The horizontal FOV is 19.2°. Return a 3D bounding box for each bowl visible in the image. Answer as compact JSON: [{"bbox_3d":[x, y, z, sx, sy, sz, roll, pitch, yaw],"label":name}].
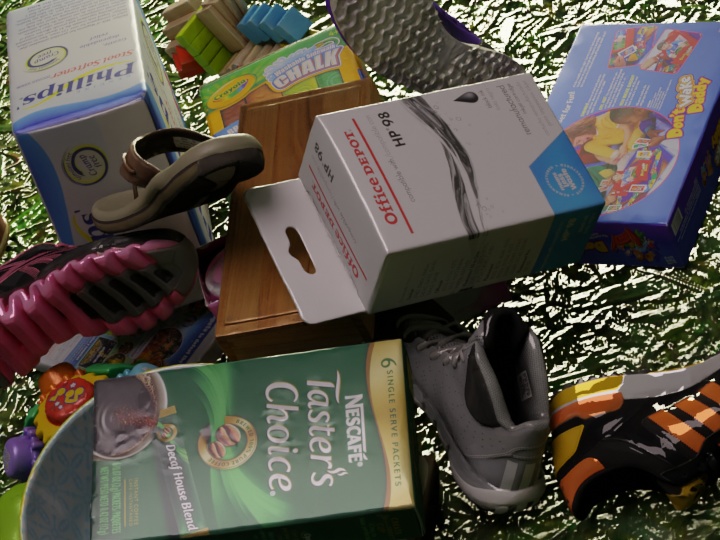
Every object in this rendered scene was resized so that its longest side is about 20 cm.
[{"bbox_3d":[-0.107,0.170,1.360,0.199,0.108,0.201,-5,56,8],"label":"bowl"}]

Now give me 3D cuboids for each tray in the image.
[{"bbox_3d":[-0.038,-0.036,1.420,0.098,0.037,0.200,-10,50,17],"label":"tray"}]

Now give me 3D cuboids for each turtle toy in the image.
[{"bbox_3d":[-0.187,0.136,1.459,0.145,0.101,0.200,-2,48,29],"label":"turtle toy"}]

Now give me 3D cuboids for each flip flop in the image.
[{"bbox_3d":[-0.124,-0.069,1.406,0.081,0.058,0.200,-20,-2,-25],"label":"flip flop"}]

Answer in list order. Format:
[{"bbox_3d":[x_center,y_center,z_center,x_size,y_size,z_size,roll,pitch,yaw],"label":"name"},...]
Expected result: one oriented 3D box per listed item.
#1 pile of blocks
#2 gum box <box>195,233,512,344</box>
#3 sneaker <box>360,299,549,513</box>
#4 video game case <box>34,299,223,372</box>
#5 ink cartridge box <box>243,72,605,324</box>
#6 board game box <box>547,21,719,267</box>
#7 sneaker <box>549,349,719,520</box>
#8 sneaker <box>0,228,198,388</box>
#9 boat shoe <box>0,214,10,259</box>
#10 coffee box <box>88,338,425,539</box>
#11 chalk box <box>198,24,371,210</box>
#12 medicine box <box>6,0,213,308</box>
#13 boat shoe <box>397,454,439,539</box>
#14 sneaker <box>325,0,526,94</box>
[{"bbox_3d":[-0.095,-0.179,1.740,0.200,0.082,0.062,10,54,36],"label":"pile of blocks"},{"bbox_3d":[0.000,0.000,1.480,0.200,0.114,0.066,-25,41,5],"label":"gum box"},{"bbox_3d":[0.069,0.048,1.362,0.075,0.116,0.200,-16,51,-27],"label":"sneaker"},{"bbox_3d":[-0.173,0.030,1.624,0.200,0.018,0.143,13,56,39],"label":"video game case"},{"bbox_3d":[0.040,-0.047,1.357,0.199,0.067,0.116,-14,59,-24],"label":"ink cartridge box"},{"bbox_3d":[0.192,-0.093,1.516,0.134,0.045,0.200,3,50,32],"label":"board game box"},{"bbox_3d":[0.213,0.102,1.300,0.199,0.070,0.090,-13,58,19],"label":"sneaker"},{"bbox_3d":[-0.204,0.006,1.480,0.199,0.079,0.096,-21,39,15],"label":"sneaker"},{"bbox_3d":[-0.369,0.012,1.716,0.200,0.068,0.072,-42,42,-15],"label":"boat shoe"},{"bbox_3d":[-0.064,0.112,1.298,0.199,0.044,0.123,-7,55,6],"label":"coffee box"},{"bbox_3d":[-0.035,-0.090,1.582,0.124,0.124,0.200,-26,41,5],"label":"chalk box"},{"bbox_3d":[-0.185,-0.089,1.594,0.103,0.183,0.200,-18,34,1],"label":"medicine box"},{"bbox_3d":[0.002,0.191,1.307,0.063,0.073,0.201,6,46,11],"label":"boat shoe"},{"bbox_3d":[0.031,-0.176,1.589,0.070,0.200,0.100,-54,39,4],"label":"sneaker"}]
